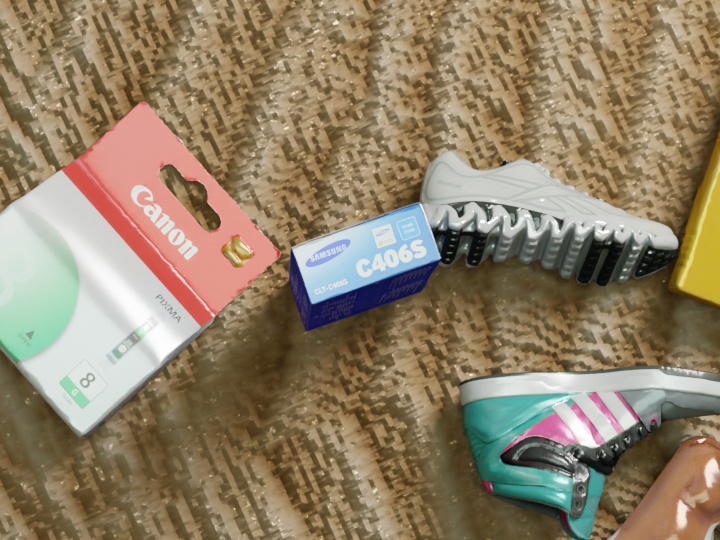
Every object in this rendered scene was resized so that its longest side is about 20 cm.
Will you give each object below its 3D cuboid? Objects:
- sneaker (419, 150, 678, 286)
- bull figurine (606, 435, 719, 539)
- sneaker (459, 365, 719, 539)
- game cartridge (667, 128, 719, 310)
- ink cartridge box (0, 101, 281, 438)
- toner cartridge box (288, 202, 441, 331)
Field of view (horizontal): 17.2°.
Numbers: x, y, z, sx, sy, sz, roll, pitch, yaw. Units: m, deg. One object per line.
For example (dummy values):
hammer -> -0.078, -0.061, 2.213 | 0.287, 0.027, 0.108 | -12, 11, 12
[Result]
sneaker -> 0.138, -0.042, 1.741 | 0.198, 0.075, 0.082 | 9, 59, -9
bull figurine -> 0.219, 0.219, 1.723 | 0.121, 0.065, 0.200 | 39, 86, -3
sneaker -> 0.173, 0.134, 1.716 | 0.198, 0.084, 0.122 | -3, 80, 5
game cartridge -> 0.337, -0.051, 1.758 | 0.175, 0.032, 0.201 | 21, 86, -10
ink cartridge box -> -0.181, -0.003, 1.732 | 0.200, 0.050, 0.161 | -42, 88, -3
toner cartridge box -> 0.000, 0.000, 1.663 | 0.094, 0.200, 0.043 | -20, 85, -5
